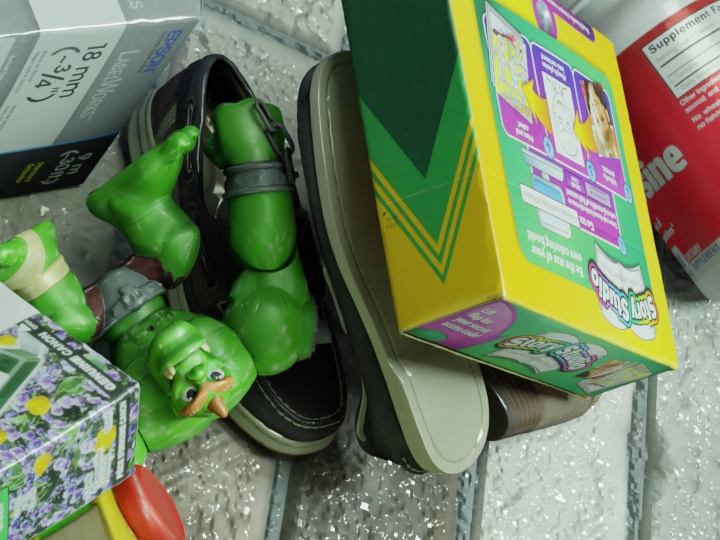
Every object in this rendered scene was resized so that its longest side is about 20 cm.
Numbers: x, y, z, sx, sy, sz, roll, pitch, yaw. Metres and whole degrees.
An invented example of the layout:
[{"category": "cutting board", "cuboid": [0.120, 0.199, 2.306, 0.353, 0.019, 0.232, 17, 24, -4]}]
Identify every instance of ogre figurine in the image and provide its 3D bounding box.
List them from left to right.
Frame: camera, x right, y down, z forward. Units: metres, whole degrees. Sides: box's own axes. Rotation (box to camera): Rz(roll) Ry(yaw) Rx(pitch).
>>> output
[{"category": "ogre figurine", "cuboid": [-0.096, 0.019, 0.969, 0.200, 0.098, 0.120, -36, 94, -34]}]

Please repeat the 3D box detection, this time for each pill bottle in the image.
[{"category": "pill bottle", "cuboid": [0.183, -0.093, 1.213, 0.112, 0.112, 0.201, -26, 77, -41]}]

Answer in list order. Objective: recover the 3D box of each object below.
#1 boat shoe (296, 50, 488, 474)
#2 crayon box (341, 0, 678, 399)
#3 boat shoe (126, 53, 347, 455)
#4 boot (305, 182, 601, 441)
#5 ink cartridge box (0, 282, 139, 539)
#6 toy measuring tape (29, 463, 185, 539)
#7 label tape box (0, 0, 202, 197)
[{"category": "boat shoe", "cuboid": [0.000, 0.000, 0.993, 0.072, 0.062, 0.201, -31, 110, -43]}, {"category": "crayon box", "cuboid": [0.070, -0.044, 0.991, 0.200, 0.058, 0.174, 21, 56, -59]}, {"category": "boat shoe", "cuboid": [-0.054, -0.011, 1.040, 0.072, 0.065, 0.201, -5, 65, -36]}, {"category": "boot", "cuboid": [0.056, -0.009, 1.090, 0.201, 0.070, 0.146, 62, 33, -8]}, {"category": "ink cartridge box", "cuboid": [-0.191, 0.077, 0.821, 0.109, 0.051, 0.199, 32, 44, 28]}, {"category": "toy measuring tape", "cuboid": [-0.094, 0.140, 0.873, 0.073, 0.074, 0.201, 1, 46, -32]}, {"category": "label tape box", "cuboid": [-0.138, -0.096, 0.987, 0.199, 0.144, 0.064, -12, 68, -37]}]
